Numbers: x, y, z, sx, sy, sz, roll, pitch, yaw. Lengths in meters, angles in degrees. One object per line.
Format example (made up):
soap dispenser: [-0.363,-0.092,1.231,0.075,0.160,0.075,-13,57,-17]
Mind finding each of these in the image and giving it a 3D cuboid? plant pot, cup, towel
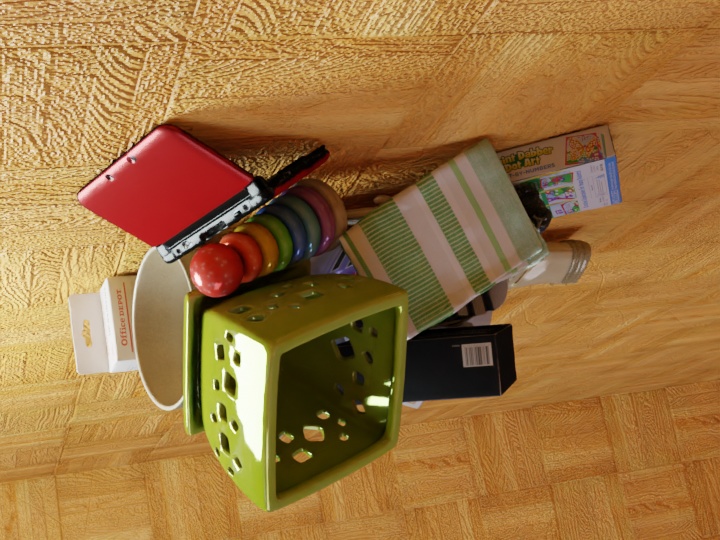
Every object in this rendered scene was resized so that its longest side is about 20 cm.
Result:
plant pot: [-0.081,0.102,1.224,0.198,0.201,0.181,-19,-146,-41]
cup: [-0.181,0.065,1.431,0.142,0.202,0.200,-3,163,-32]
towel: [0.092,-0.029,1.269,0.199,0.153,0.023,-32,-167,-2]

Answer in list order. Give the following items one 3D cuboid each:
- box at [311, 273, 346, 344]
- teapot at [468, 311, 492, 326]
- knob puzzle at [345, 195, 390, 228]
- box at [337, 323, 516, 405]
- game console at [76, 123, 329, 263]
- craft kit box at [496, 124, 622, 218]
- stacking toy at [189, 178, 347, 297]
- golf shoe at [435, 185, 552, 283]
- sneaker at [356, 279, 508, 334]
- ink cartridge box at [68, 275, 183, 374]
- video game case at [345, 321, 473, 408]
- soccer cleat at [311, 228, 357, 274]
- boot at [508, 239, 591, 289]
box: [-0.099,0.090,1.373,0.041,0.156,0.200,24,152,39]
teapot: [0.073,0.050,1.603,0.146,0.197,0.201,15,111,-40]
knob puzzle: [0.019,-0.070,1.360,0.218,0.031,0.220,-4,176,0]
box: [0.081,0.113,1.399,0.199,0.079,0.141,-5,-177,16]
game console: [-0.162,-0.098,1.193,0.200,0.119,0.172,-26,-170,46]
craft kit box: [0.212,-0.102,1.393,0.196,0.049,0.200,-16,164,10]
stacking toy: [-0.102,-0.030,1.207,0.085,0.086,0.200,-25,-176,42]
golf shoe: [0.124,-0.030,1.339,0.199,0.078,0.094,-20,176,-3]
sneaker: [0.081,0.043,1.415,0.198,0.081,0.115,-9,169,2]
ink cartridge box: [-0.278,0.068,1.529,0.199,0.116,0.068,-5,165,-22]
video game case: [0.029,0.107,1.532,0.181,0.022,0.200,16,140,-11]
soccer cleat: [-0.024,-0.011,1.397,0.199,0.074,0.068,-6,176,31]
boot: [0.243,0.003,1.743,0.154,0.073,0.200,-2,158,-21]
